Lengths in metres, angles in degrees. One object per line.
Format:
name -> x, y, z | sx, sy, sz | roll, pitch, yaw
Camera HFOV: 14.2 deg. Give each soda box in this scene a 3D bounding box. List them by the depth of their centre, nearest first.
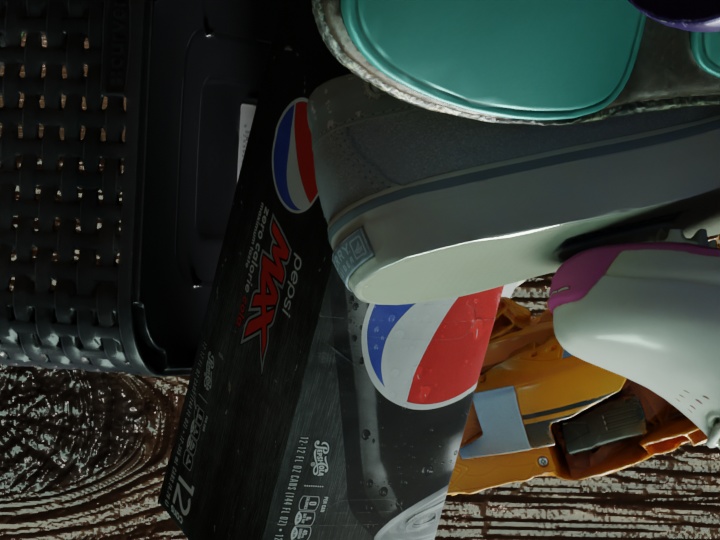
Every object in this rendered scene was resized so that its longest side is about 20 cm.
soda box -> 0.000, 0.000, 0.861 | 0.063, 0.201, 0.071 | 1, -155, -30

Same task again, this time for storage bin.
storage bin -> -0.071, -0.037, 0.963 | 0.093, 0.136, 0.200 | 3, -179, 20

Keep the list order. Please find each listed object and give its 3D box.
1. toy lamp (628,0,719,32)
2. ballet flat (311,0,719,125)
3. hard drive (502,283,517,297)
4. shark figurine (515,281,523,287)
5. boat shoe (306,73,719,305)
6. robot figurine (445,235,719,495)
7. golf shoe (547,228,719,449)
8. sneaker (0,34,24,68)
toy lamp -> 0.130, -0.047, 0.685 | 0.058, 0.059, 0.200 | 2, 163, 40
ballet flat -> 0.071, -0.075, 0.743 | 0.199, 0.068, 0.075 | 0, -154, -22
hard drive -> 0.033, -0.008, 1.015 | 0.026, 0.201, 0.132 | 31, -171, 17
shark figurine -> 0.100, -0.077, 1.153 | 0.089, 0.129, 0.214 | 29, -149, 25
boat shoe -> 0.080, -0.047, 0.791 | 0.200, 0.072, 0.070 | -13, 166, -20
robot figurine -> 0.111, 0.019, 0.920 | 0.199, 0.059, 0.145 | -18, -171, 21
golf shoe -> 0.141, 0.051, 0.770 | 0.199, 0.092, 0.075 | 18, 165, 0
sneaker -> -0.161, -0.068, 1.076 | 0.071, 0.083, 0.200 | 1, 180, -10
